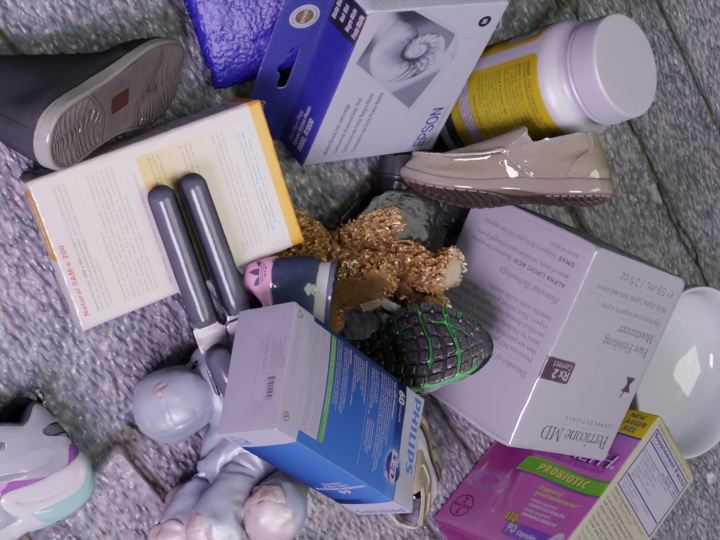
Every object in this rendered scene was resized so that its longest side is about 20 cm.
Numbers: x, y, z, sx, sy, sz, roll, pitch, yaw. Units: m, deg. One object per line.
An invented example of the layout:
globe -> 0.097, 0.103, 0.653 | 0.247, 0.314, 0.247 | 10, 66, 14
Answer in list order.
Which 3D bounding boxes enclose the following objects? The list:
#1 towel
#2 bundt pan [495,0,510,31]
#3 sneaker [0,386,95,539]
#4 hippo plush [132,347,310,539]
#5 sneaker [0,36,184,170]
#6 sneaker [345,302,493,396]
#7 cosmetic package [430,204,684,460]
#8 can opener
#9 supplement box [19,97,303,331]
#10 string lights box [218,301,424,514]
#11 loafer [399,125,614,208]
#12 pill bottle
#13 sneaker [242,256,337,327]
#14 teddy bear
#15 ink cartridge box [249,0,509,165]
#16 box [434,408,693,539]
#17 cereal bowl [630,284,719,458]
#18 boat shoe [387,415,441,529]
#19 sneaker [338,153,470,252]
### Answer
towel -> -0.057, -0.252, 1.031 | 0.198, 0.050, 0.149 | -20, 108, 1
bundt pan -> 0.051, -0.292, 1.143 | 0.200, 0.075, 0.205 | -4, 97, -35
sneaker -> -0.315, 0.167, 0.939 | 0.200, 0.077, 0.141 | -40, 115, -36
hippo plush -> -0.107, 0.141, 1.029 | 0.198, 0.159, 0.163 | -22, 98, -14
sneaker -> -0.227, -0.154, 0.965 | 0.200, 0.105, 0.075 | -43, 151, -54
sneaker -> 0.042, 0.085, 1.120 | 0.085, 0.199, 0.079 | 23, 60, -44
cosmetic package -> 0.177, 0.056, 1.188 | 0.164, 0.164, 0.202 | 15, 101, -43
can opener -> -0.110, 0.026, 0.946 | 0.053, 0.067, 0.202 | -21, 106, -13
supplement box -> -0.162, -0.050, 0.991 | 0.198, 0.073, 0.127 | -22, 106, -17
string lights box -> -0.024, 0.116, 0.966 | 0.200, 0.058, 0.104 | 41, 48, -47
loafer -> 0.135, -0.097, 1.116 | 0.076, 0.197, 0.069 | 40, 55, -72
pill bottle -> 0.175, -0.173, 1.160 | 0.113, 0.199, 0.116 | 7, 79, -40
sneaker -> -0.071, 0.044, 1.056 | 0.081, 0.201, 0.071 | 9, 57, -5
teddy bear -> 0.000, 0.000, 1.120 | 0.197, 0.067, 0.146 | -1, 133, -2
ink cartridge box -> 0.007, -0.171, 1.058 | 0.198, 0.200, 0.041 | -10, 60, -27
box -> 0.211, 0.236, 1.260 | 0.200, 0.175, 0.097 | -46, 119, -22
cereal bowl -> 0.360, 0.113, 1.411 | 0.198, 0.083, 0.203 | -5, 99, -36
boat shoe -> 0.032, 0.184, 1.146 | 0.200, 0.074, 0.069 | 54, 38, -51
sneaker -> 0.070, -0.057, 1.199 | 0.198, 0.060, 0.106 | 6, 91, -31
